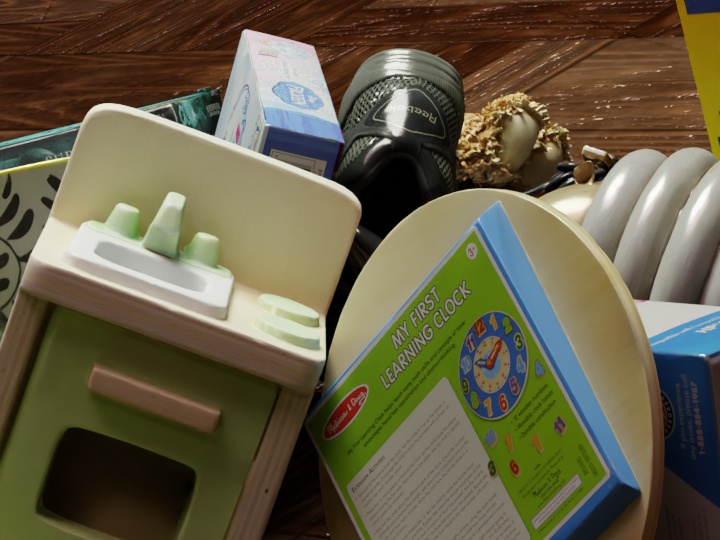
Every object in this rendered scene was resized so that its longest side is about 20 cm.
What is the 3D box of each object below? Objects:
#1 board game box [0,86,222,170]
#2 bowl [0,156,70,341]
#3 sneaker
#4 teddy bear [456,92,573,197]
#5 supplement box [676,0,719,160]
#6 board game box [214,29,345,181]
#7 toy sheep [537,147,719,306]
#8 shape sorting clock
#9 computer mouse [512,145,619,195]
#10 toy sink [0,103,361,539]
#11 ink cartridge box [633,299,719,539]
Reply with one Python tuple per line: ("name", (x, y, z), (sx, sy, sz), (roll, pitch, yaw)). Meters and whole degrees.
("board game box", (-0.175, -0.054, 1.532), (0.199, 0.028, 0.135), (-14, 5, 8))
("bowl", (-0.158, 0.010, 1.449), (0.200, 0.095, 0.201), (-13, -5, -1))
("sneaker", (0.000, 0.000, 1.463), (0.076, 0.200, 0.114), (17, 41, -5))
("teddy bear", (0.020, -0.053, 1.664), (0.199, 0.067, 0.145), (-24, -17, 30))
("supplement box", (0.236, -0.074, 1.407), (0.108, 0.201, 0.109), (-3, 22, 37))
("board game box", (-0.058, 0.002, 1.453), (0.043, 0.201, 0.199), (13, 16, -10))
("toy sheep", (0.161, 0.011, 1.348), (0.199, 0.138, 0.138), (21, 31, 16))
("shape sorting clock", (0.049, 0.068, 1.174), (0.039, 0.201, 0.200), (-3, 5, -41))
("computer mouse", (0.054, -0.013, 1.621), (0.199, 0.044, 0.110), (-19, -10, 9))
("toy sink", (-0.088, 0.047, 1.252), (0.130, 0.201, 0.112), (20, 9, -4))
("ink cartridge box", (0.093, 0.074, 1.216), (0.067, 0.117, 0.200), (-19, 16, -40))
